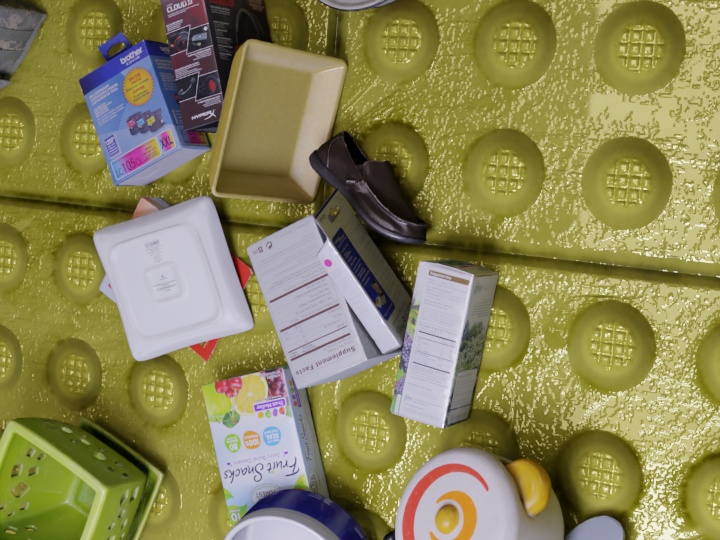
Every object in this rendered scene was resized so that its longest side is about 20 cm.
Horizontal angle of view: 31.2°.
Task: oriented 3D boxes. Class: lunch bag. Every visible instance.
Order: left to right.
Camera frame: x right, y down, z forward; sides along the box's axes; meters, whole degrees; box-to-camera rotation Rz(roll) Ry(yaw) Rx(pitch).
[{"bbox_3d":[-0.600,-0.339,1.948,0.118,0.164,0.200,44,111,22],"label":"lunch bag"}]

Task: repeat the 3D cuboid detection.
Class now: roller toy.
[{"bbox_3d":[0.141,0.312,1.559,0.199,0.139,0.183,3,74,43],"label":"roller toy"}]

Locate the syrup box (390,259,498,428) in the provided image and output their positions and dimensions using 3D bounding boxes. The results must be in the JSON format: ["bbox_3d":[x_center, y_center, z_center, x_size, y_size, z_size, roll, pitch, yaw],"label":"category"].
[{"bbox_3d":[0.106,0.090,1.632,0.081,0.079,0.201,14,99,28],"label":"syrup box"}]

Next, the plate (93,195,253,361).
[{"bbox_3d":[-0.271,0.015,1.823,0.199,0.032,0.201,-16,96,19],"label":"plate"}]

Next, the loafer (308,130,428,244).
[{"bbox_3d":[0.017,-0.110,1.674,0.200,0.073,0.071,42,109,19],"label":"loafer"}]

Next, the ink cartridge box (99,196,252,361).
[{"bbox_3d":[-0.269,0.014,1.850,0.200,0.050,0.163,37,109,25],"label":"ink cartridge box"}]

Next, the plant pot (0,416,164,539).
[{"bbox_3d":[-0.410,0.332,1.867,0.199,0.181,0.200,30,105,24],"label":"plant pot"}]

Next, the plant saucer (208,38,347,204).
[{"bbox_3d":[-0.117,-0.193,1.678,0.048,0.200,0.201,21,102,37],"label":"plant saucer"}]

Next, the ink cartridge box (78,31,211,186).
[{"bbox_3d":[-0.316,-0.238,1.851,0.136,0.076,0.201,-25,79,27],"label":"ink cartridge box"}]

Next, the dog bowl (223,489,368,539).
[{"bbox_3d":[-0.084,0.396,1.718,0.199,0.079,0.201,9,113,21],"label":"dog bowl"}]

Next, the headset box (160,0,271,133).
[{"bbox_3d":[-0.185,-0.289,1.733,0.075,0.148,0.201,-13,86,29],"label":"headset box"}]

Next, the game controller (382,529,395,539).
[{"bbox_3d":[0.082,0.432,1.669,0.104,0.042,0.201,-25,80,50],"label":"game controller"}]

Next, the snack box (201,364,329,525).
[{"bbox_3d":[-0.131,0.240,1.783,0.142,0.053,0.201,-14,86,29],"label":"snack box"}]

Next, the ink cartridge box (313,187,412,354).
[{"bbox_3d":[0.000,0.000,1.634,0.037,0.095,0.200,-24,107,28],"label":"ink cartridge box"}]

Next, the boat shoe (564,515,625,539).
[{"bbox_3d":[0.262,0.392,1.567,0.073,0.068,0.200,24,79,36],"label":"boat shoe"}]

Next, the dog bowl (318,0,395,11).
[{"bbox_3d":[0.010,-0.431,1.664,0.199,0.074,0.201,1,93,29],"label":"dog bowl"}]

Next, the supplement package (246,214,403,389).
[{"bbox_3d":[-0.044,0.039,1.690,0.117,0.117,0.201,-25,81,27],"label":"supplement package"}]
